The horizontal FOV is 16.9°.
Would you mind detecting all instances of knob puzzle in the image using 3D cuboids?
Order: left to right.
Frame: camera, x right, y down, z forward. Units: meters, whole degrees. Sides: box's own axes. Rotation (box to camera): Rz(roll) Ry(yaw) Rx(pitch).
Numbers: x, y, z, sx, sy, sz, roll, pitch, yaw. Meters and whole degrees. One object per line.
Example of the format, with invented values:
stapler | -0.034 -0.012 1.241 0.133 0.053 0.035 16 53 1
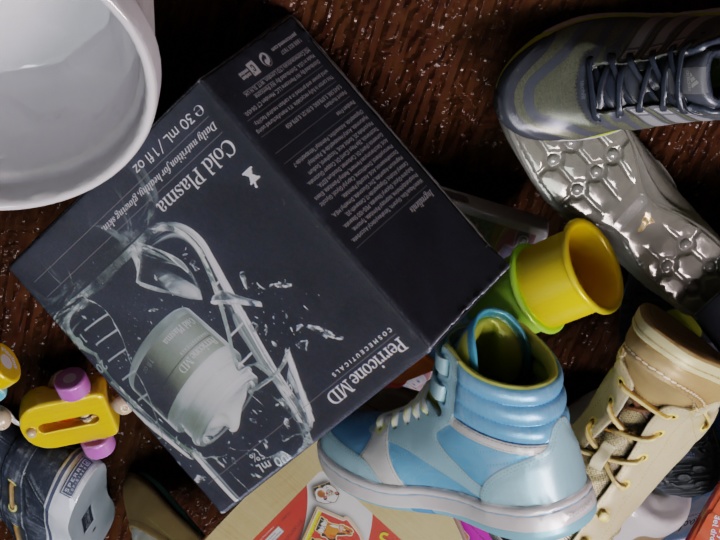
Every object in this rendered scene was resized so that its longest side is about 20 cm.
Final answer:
knob puzzle | -0.003 0.214 1.575 0.219 0.030 0.220 4 109 12

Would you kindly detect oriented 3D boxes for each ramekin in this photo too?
ramekin | -0.204 -0.138 1.318 0.200 0.105 0.200 1 138 1

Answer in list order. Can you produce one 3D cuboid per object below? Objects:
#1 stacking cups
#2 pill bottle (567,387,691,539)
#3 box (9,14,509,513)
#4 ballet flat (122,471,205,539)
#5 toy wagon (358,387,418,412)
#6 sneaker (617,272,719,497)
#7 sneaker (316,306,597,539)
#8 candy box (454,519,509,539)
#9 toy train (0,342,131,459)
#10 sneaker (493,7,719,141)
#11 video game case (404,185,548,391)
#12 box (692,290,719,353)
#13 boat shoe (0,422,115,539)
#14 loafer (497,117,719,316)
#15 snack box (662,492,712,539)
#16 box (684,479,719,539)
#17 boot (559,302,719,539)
stacking cups | 0.063 0.030 1.465 0.200 0.061 0.060 -25 134 35
pill bottle | 0.122 0.171 1.681 0.111 0.111 0.200 33 129 -33
box | -0.060 -0.003 1.406 0.197 0.124 0.200 48 126 -2
ballet flat | -0.114 0.210 1.668 0.063 0.200 0.069 -43 143 -16
toy wagon | 0.015 0.064 1.612 0.155 0.040 0.200 28 132 -29
sneaker | 0.210 0.050 1.593 0.066 0.078 0.200 1 122 16
sneaker | 0.050 0.076 1.430 0.200 0.080 0.131 9 118 39
candy box | 0.026 0.177 1.618 0.136 0.061 0.200 49 133 -10
toy train | -0.206 0.049 1.584 0.200 0.056 0.150 9 130 -10
sneaker | 0.173 -0.114 1.364 0.200 0.081 0.074 -12 99 6
video game case | 0.000 0.000 1.505 0.200 0.018 0.143 17 123 -6
box | 0.325 0.058 1.443 0.148 0.200 0.107 -42 155 4
boat shoe | -0.228 0.162 1.707 0.091 0.071 0.200 28 152 9
loafer | 0.150 -0.049 1.462 0.070 0.070 0.200 -43 112 1
snack box | 0.266 0.224 1.779 0.168 0.068 0.200 -14 139 13
box | 0.284 0.150 1.569 0.100 0.200 0.096 30 113 10
boot | 0.155 0.101 1.454 0.155 0.073 0.200 -49 168 1
